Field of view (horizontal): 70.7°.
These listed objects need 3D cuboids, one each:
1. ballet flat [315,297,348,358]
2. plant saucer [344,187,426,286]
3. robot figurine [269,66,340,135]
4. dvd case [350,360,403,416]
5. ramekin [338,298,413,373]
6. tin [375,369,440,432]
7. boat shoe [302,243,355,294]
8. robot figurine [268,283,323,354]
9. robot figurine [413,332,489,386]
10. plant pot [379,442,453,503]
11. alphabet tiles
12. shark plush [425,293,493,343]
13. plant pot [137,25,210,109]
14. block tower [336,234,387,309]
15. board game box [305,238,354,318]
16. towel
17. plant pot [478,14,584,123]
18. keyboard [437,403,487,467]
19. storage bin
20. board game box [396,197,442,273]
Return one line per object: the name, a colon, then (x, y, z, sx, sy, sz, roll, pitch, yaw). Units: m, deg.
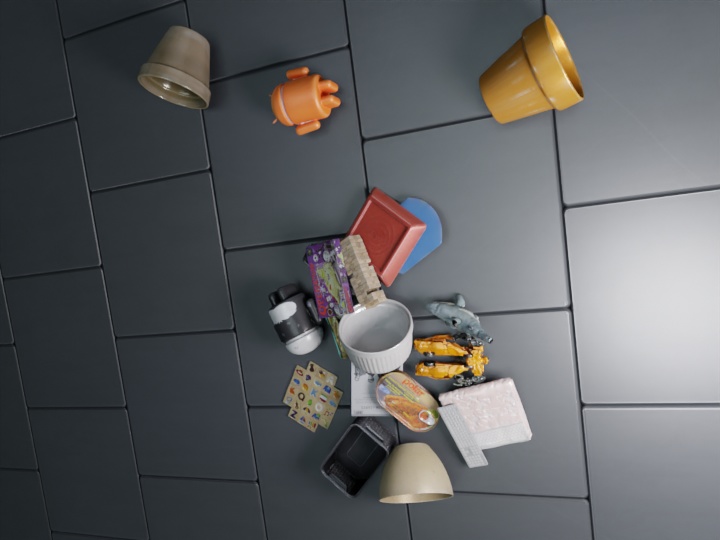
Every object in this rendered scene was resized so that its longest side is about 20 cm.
ballet flat: (-0.064, 0.152, 1.459, 0.070, 0.071, 0.202, -23, 89, 20)
plant saucer: (0.049, -0.093, 1.370, 0.199, 0.037, 0.201, 40, 109, 27)
robot figurine: (-0.157, -0.462, 1.378, 0.198, 0.117, 0.145, -8, 134, 20)
dvd case: (0.046, 0.313, 1.434, 0.148, 0.025, 0.202, 1, 99, 0)
ramekin: (0.046, 0.179, 1.352, 0.198, 0.201, 0.106, 3, 131, 19)
tin: (0.131, 0.358, 1.406, 0.200, 0.042, 0.112, 40, 101, -2)
boat shoe: (-0.087, 0.011, 1.439, 0.199, 0.073, 0.068, 40, 114, 13)
robot figurine: (-0.186, 0.142, 1.465, 0.124, 0.150, 0.202, -26, 87, -16)
robot figurine: (0.245, 0.233, 1.360, 0.198, 0.058, 0.147, 0, 97, 20)
plant pot: (0.144, 0.549, 1.384, 0.198, 0.200, 0.136, -17, 58, 20)
alphabet tiles: (-0.146, 0.384, 1.543, 0.165, 0.006, 0.202, 27, 105, 15)
shark plush: (0.253, 0.140, 1.295, 0.200, 0.083, 0.091, 51, 121, 42)
plant pot: (-0.516, -0.590, 1.460, 0.198, 0.200, 0.175, 12, 85, 17)
block tower: (0.000, 0.000, 1.348, 0.058, 0.054, 0.202, -31, 78, 36)
board game box: (-0.085, 0.024, 1.374, 0.119, 0.032, 0.202, -14, 88, 48)
towel: (0.331, 0.386, 1.342, 0.198, 0.032, 0.193, -19, 105, 20)
plant pot: (0.381, -0.438, 1.164, 0.182, 0.200, 0.202, -23, 89, 35)
keyboard: (0.273, 0.443, 1.356, 0.056, 0.011, 0.201, -24, 102, 24)
storage bin: (-0.005, 0.531, 1.468, 0.135, 0.094, 0.201, 37, 108, 11)
board game box: (0.132, -0.094, 1.363, 0.200, 0.039, 0.159, -40, 69, 24)
